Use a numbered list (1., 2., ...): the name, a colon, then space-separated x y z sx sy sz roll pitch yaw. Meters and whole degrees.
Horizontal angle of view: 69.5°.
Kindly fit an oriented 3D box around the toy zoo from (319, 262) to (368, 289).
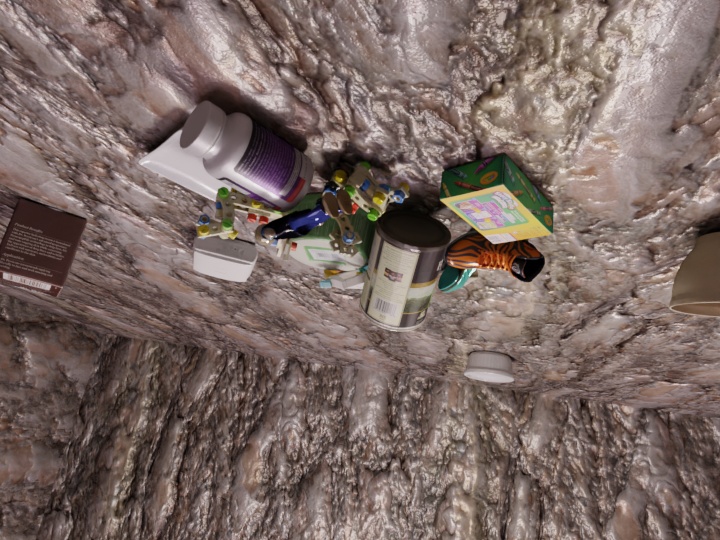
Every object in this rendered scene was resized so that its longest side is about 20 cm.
1. toy zoo: 0.000 0.000 1.179 0.200 0.020 0.131 -18 -163 -17

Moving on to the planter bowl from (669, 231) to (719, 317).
1. planter bowl: 0.665 0.006 0.919 0.200 0.135 0.200 7 171 1

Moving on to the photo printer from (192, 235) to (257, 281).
1. photo printer: -0.376 -0.029 1.424 0.166 0.070 0.200 15 160 -15

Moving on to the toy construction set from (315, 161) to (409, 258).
1. toy construction set: -0.010 -0.115 0.943 0.131 0.092 0.200 31 138 -6

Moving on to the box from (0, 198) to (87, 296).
1. box: -0.856 -0.054 1.385 0.166 0.200 0.164 21 158 -29

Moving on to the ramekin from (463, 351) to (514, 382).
1. ramekin: 0.534 0.399 2.152 0.202 0.094 0.202 8 161 3

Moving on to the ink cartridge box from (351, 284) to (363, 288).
1. ink cartridge box: 0.055 0.011 1.325 0.200 0.050 0.161 5 162 -14

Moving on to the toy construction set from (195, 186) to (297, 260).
1. toy construction set: -0.200 -0.095 0.976 0.200 0.131 0.092 19 158 -30

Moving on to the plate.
1. plate: -0.285 -0.195 0.976 0.200 0.032 0.199 25 156 -38

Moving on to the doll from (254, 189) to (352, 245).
1. doll: -0.106 -0.081 0.888 0.200 0.049 0.136 -18 -178 35

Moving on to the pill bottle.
1. pill bottle: -0.182 -0.184 0.842 0.111 0.112 0.200 -9 153 42

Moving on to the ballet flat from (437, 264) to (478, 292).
1. ballet flat: 0.239 -0.008 1.148 0.070 0.067 0.200 10 143 -12

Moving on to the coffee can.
1. coffee can: 0.084 -0.001 1.040 0.146 0.146 0.200 10 122 -3

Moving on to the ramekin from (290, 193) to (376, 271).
1. ramekin: -0.066 -0.074 1.111 0.200 0.098 0.200 8 160 3

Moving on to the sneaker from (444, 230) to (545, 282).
1. sneaker: 0.272 -0.026 1.018 0.200 0.078 0.112 -7 -152 -14

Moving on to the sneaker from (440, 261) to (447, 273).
1. sneaker: 0.154 -0.021 1.180 0.077 0.082 0.200 1 159 22

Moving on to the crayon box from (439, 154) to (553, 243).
1. crayon box: 0.242 -0.117 0.908 0.119 0.058 0.200 -8 154 40
